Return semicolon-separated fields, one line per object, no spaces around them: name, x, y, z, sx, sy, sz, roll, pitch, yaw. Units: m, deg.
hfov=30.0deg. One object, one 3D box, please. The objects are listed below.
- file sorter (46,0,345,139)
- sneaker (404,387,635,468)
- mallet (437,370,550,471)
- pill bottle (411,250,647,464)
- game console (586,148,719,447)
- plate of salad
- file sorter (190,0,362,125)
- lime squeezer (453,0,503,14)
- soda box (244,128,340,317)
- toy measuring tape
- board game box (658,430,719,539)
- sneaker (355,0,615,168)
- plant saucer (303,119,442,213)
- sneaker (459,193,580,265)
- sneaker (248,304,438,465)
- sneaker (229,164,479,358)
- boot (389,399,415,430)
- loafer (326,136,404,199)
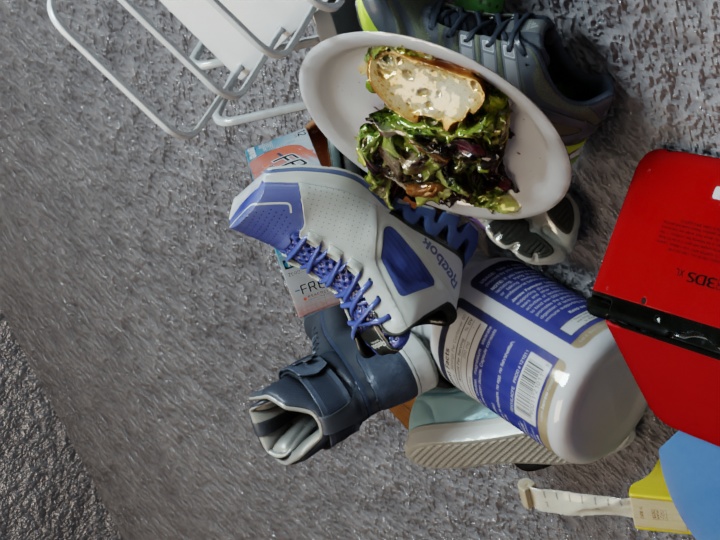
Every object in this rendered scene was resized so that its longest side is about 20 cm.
file sorter;-0.078;-0.201;0.840;0.139;0.125;0.200;43;126;-15
sneaker;0.133;0.117;1.141;0.198;0.083;0.074;-4;149;17
mallet;0.097;0.122;1.225;0.199;0.041;0.066;29;154;2
pill bottle;0.128;0.058;1.073;0.199;0.115;0.116;33;148;42
game console;0.256;0.031;0.851;0.118;0.174;0.199;21;179;-37
plate of salad;0.045;-0.086;0.903;0.198;0.048;0.200;21;156;10
file sorter;-0.077;-0.228;0.998;0.123;0.139;0.201;-11;121;16
lime squeezer;0.071;-0.186;0.965;0.071;0.038;0.201;44;154;26
soda box;-0.050;-0.046;1.168;0.200;0.063;0.069;-113;4;-56
toy measuring tape;0.224;0.162;1.034;0.198;0.074;0.074;1;129;25
board game box;0.302;0.143;0.920;0.158;0.039;0.200;48;140;15
sneaker;0.086;-0.150;0.903;0.199;0.074;0.081;31;136;-14
plant saucer;0.017;-0.058;1.237;0.200;0.032;0.201;41;152;28
sneaker;0.080;-0.073;1.033;0.200;0.081;0.083;46;176;6
sneaker;-0.042;0.088;1.145;0.202;0.145;0.077;23;141;64
sneaker;0.001;0.000;1.007;0.198;0.116;0.080;16;153;-22
boot;0.028;0.099;1.372;0.200;0.068;0.189;46;154;19
loafer;0.016;-0.066;1.091;0.201;0.062;0.072;73;-171;-58
